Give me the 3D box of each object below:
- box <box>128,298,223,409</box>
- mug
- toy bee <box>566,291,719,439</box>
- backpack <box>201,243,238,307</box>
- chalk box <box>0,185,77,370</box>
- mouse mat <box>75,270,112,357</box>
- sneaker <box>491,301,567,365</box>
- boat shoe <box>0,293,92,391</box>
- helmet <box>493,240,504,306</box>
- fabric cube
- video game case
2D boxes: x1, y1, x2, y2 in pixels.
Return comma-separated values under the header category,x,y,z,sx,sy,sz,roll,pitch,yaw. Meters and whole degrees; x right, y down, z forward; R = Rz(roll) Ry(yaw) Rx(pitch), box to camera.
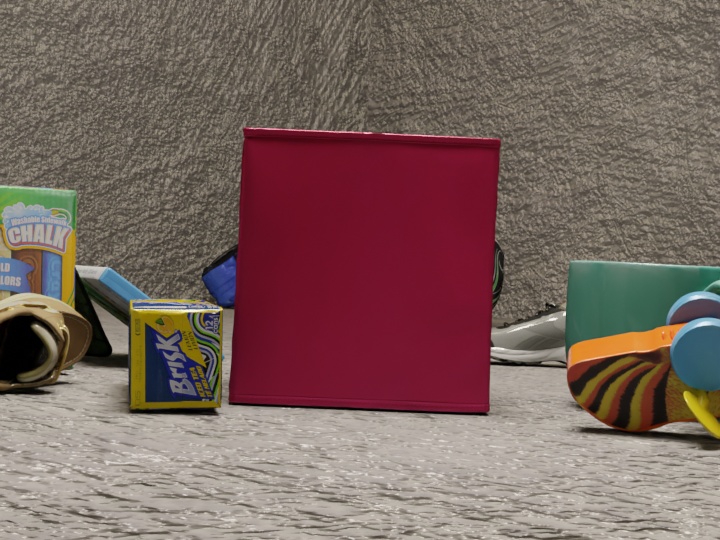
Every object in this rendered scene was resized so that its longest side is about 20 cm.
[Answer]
category,x,y,z,sx,sy,sz,roll,pitch,yaw
box,-0.139,0.058,0.921,0.064,0.071,0.200,0,0,-11
mug,0.234,0.053,0.980,0.150,0.116,0.185,3,1,15
toy bee,0.241,0.072,0.818,0.199,0.109,0.131,-17,15,38
backpack,-0.283,0.015,3.099,0.199,0.169,0.163,-30,-4,-1
chalk box,-0.327,-0.016,1.089,0.123,0.202,0.124,3,0,-38
mouse mat,-0.341,0.005,1.247,0.160,0.201,0.008,2,36,28
sneaker,0.214,0.072,1.475,0.198,0.080,0.074,1,1,9
boat shoe,-0.251,0.058,0.919,0.066,0.075,0.200,16,6,20
helmet,0.204,0.021,2.631,0.198,0.192,0.201,21,-27,12
fabric cube,0.000,0.000,0.996,0.194,0.202,0.200,1,0,-2
video game case,-0.222,0.044,1.256,0.143,0.018,0.200,39,-14,-19
